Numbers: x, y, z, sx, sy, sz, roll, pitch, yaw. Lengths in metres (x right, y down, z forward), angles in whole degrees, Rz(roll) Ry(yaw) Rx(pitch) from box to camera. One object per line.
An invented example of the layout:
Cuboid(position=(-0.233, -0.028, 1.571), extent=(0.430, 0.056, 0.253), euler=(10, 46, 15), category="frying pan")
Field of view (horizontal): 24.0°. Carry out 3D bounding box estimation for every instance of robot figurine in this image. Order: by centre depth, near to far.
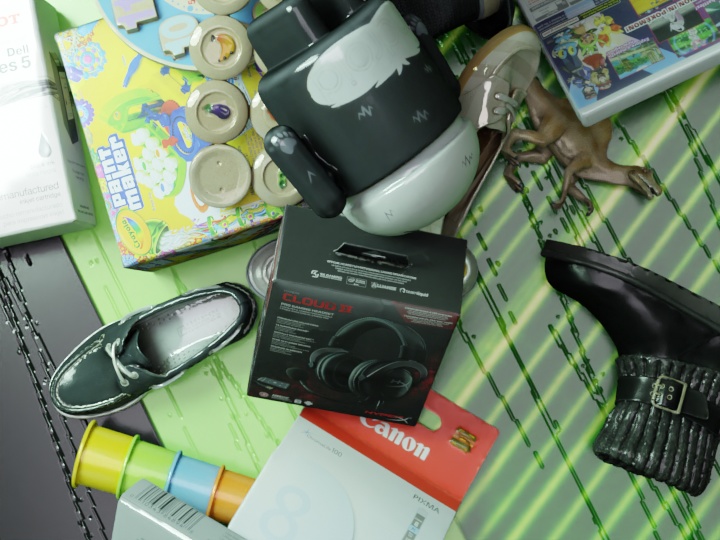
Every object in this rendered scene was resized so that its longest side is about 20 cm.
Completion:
Cuboid(position=(0.002, -0.121, 1.262), extent=(0.150, 0.125, 0.200), euler=(-35, 102, 4), category="robot figurine")

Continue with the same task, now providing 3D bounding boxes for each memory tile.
Cuboid(position=(-0.060, -0.148, 1.320), extent=(0.152, 0.017, 0.202), euler=(1, 100, -6), category="memory tile")

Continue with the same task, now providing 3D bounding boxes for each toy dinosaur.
Cuboid(position=(0.163, -0.115, 1.439), extent=(0.101, 0.058, 0.200), euler=(-42, 86, -14), category="toy dinosaur")

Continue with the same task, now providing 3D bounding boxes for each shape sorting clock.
Cuboid(position=(-0.121, -0.254, 1.346), extent=(0.198, 0.039, 0.202), euler=(-1, 79, 7), category="shape sorting clock")

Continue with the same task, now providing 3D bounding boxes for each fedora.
Cuboid(position=(0.036, -0.256, 1.373), extent=(0.091, 0.201, 0.201), euler=(-33, 86, -11), category="fedora")

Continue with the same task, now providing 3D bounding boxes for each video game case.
Cuboid(position=(0.238, -0.231, 1.404), extent=(0.199, 0.023, 0.183), euler=(-25, 58, 3), category="video game case")

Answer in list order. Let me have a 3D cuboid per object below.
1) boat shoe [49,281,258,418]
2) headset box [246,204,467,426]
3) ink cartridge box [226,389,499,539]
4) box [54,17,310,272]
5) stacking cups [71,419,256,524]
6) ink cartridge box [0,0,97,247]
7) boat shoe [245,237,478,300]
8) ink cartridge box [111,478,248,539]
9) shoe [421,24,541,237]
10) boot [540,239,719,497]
Cuboid(position=(-0.182, 0.065, 1.445), extent=(0.199, 0.060, 0.076), euler=(-32, 86, 3), category="boat shoe")
Cuboid(position=(-0.004, 0.034, 1.352), extent=(0.148, 0.200, 0.078), euler=(11, 56, -5), category="headset box")
Cuboid(position=(0.006, 0.175, 1.407), extent=(0.159, 0.047, 0.201), euler=(31, 75, 3), category="ink cartridge box")
Cuboid(position=(-0.127, -0.123, 1.416), extent=(0.191, 0.122, 0.201), euler=(-17, 87, 3), category="box")
Cuboid(position=(-0.142, 0.180, 1.444), extent=(0.199, 0.061, 0.061), euler=(14, 89, 0), category="stacking cups")
Cuboid(position=(-0.320, -0.123, 1.450), extent=(0.144, 0.084, 0.201), euler=(-12, 87, 4), category="ink cartridge box")
Cuboid(position=(0.000, 0.000, 1.429), extent=(0.198, 0.070, 0.071), euler=(3, 88, 4), category="boat shoe")
Cuboid(position=(-0.125, 0.297, 1.397), extent=(0.196, 0.043, 0.201), euler=(27, 126, 18), category="ink cartridge box")
Cuboid(position=(0.096, -0.105, 1.383), extent=(0.053, 0.070, 0.201), euler=(44, 112, 36), category="shoe")
Cuboid(position=(0.220, 0.079, 1.405), extent=(0.210, 0.079, 0.159), euler=(27, 90, 4), category="boot")
